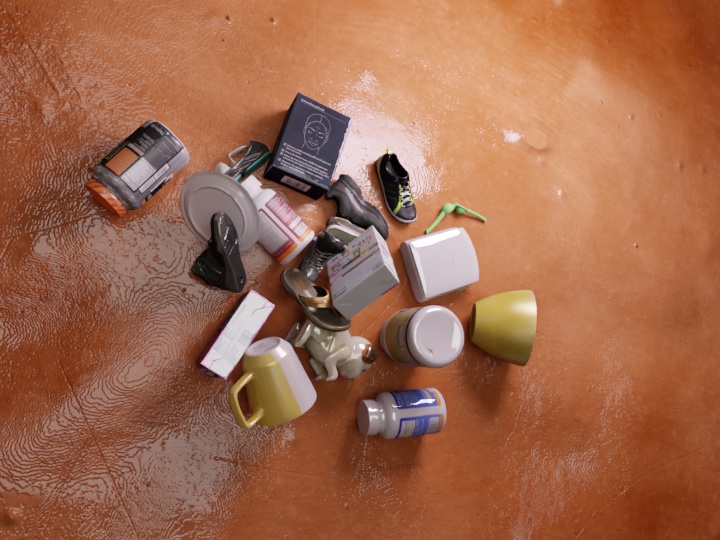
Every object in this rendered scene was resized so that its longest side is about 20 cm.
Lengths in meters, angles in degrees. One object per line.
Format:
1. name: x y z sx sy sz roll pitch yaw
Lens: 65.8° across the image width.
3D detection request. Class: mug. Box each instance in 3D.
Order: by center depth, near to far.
1. mug: -0.188 0.237 1.195 0.149 0.187 0.153 -14 107 5

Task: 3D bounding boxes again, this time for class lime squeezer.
1. lime squeezer: 0.264 -0.153 1.527 0.200 0.038 0.071 -13 88 -24

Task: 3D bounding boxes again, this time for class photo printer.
1. photo printer: 0.218 -0.021 1.473 0.200 0.069 0.167 -16 89 -23

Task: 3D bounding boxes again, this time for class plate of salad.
1. plate of salad: -0.306 -0.128 1.230 0.200 0.200 0.048 48 35 -9

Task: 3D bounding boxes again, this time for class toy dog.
1. toy dog: -0.060 0.175 1.315 0.200 0.140 0.194 38 53 -14

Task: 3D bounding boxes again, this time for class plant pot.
1. plant pot: 0.365 0.143 1.463 0.142 0.200 0.200 7 79 4

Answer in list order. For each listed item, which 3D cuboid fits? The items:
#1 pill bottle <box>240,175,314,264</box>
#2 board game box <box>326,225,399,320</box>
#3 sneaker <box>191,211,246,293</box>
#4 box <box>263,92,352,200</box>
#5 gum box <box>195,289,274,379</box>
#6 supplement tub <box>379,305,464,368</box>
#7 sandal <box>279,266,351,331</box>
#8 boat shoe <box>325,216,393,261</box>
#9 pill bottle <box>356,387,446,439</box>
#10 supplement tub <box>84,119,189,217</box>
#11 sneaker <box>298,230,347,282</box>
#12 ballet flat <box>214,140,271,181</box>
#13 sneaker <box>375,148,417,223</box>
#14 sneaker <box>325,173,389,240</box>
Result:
1. pill bottle: -0.211 -0.118 1.291 0.200 0.110 0.110 46 69 -10
2. board game box: 0.000 0.000 1.274 0.147 0.200 0.064 -35 119 13
3. sneaker: -0.322 -0.039 1.213 0.114 0.200 0.076 6 41 10
4. box: -0.128 -0.297 1.350 0.148 0.107 0.200 22 76 -17
5. gum box: -0.280 0.146 1.226 0.066 0.113 0.200 37 71 -13
6. supplement tub: 0.141 0.161 1.346 0.144 0.200 0.145 3 82 -22
7. sandal: -0.099 0.059 1.238 0.200 0.054 0.080 46 42 10
8. boat shoe: 0.000 -0.070 1.392 0.201 0.072 0.061 30 35 -24
9. pill bottle: 0.098 0.348 1.353 0.200 0.112 0.112 0 83 -21
10. supplement tub: -0.478 -0.216 1.190 0.123 0.123 0.200 45 70 -11
11. sneaker: -0.093 -0.022 1.283 0.075 0.200 0.116 29 81 -10
12. ballet flat: -0.294 -0.234 1.303 0.068 0.068 0.200 39 60 -2
13. sneaker: 0.096 -0.216 1.442 0.072 0.083 0.200 -27 93 -22
14. sneaker: -0.010 -0.144 1.404 0.091 0.076 0.200 -42 90 -15
